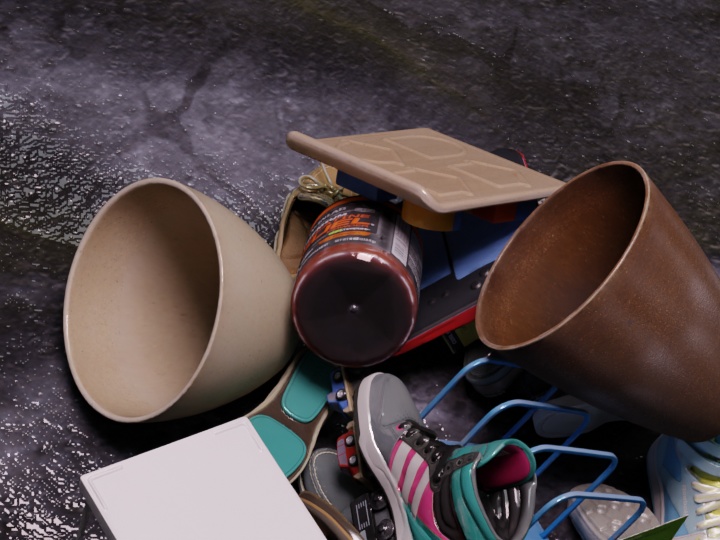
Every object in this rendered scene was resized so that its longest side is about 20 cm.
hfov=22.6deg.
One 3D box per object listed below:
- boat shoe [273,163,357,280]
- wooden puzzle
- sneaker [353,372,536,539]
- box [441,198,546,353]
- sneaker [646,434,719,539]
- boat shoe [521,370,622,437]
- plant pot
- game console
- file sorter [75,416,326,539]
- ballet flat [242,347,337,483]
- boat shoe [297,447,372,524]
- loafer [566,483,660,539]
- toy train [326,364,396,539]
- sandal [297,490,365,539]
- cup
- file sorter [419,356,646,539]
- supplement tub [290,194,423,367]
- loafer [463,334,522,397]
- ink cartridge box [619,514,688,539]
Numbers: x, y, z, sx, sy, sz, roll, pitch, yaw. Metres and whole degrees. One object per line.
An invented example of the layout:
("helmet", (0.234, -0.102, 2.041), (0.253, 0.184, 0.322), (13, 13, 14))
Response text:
("boat shoe", (-0.041, -0.037, 1.668), (0.073, 0.063, 0.201), (18, 46, 0))
("wooden puzzle", (0.060, -0.078, 1.562), (0.199, 0.047, 0.185), (-4, 22, -44))
("sneaker", (0.070, 0.147, 1.376), (0.083, 0.121, 0.201), (13, 49, -49))
("box", (0.148, -0.009, 1.631), (0.200, 0.050, 0.075), (-33, 31, 0))
("sneaker", (0.300, 0.193, 1.524), (0.079, 0.131, 0.201), (3, 50, -16))
("boat shoe", (0.242, 0.104, 1.629), (0.199, 0.074, 0.061), (-8, 57, -13))
("plant pot", (0.229, 0.045, 1.468), (0.200, 0.187, 0.187), (39, 43, -21))
("game console", (0.083, -0.021, 1.624), (0.176, 0.031, 0.200), (-25, 34, 10))
("file sorter", (-0.102, 0.236, 1.290), (0.138, 0.125, 0.200), (-18, 57, -31))
("ballet flat", (-0.068, 0.139, 1.502), (0.069, 0.070, 0.200), (31, 45, 11))
("boat shoe", (0.022, 0.212, 1.469), (0.073, 0.062, 0.200), (-23, 59, -31))
("loafer", (0.233, 0.252, 1.496), (0.070, 0.070, 0.200), (-8, 35, -26))
("toy train", (0.004, 0.148, 1.459), (0.034, 0.046, 0.201), (37, 31, -40))
("sandal", (-0.001, 0.251, 1.356), (0.054, 0.082, 0.200), (-29, 68, -10))
("cup", (-0.133, 0.035, 1.512), (0.143, 0.200, 0.201), (14, 39, -46))
("file sorter", (0.139, 0.184, 1.454), (0.138, 0.123, 0.200), (12, 37, -46))
("supplement tub", (0.000, 0.000, 1.539), (0.106, 0.107, 0.200), (16, 19, -2))
("loafer", (0.154, 0.048, 1.654), (0.072, 0.063, 0.200), (-9, 37, 34))
("ink cartridge box", (0.175, 0.285, 1.356), (0.147, 0.200, 0.076), (-14, 55, -27))
